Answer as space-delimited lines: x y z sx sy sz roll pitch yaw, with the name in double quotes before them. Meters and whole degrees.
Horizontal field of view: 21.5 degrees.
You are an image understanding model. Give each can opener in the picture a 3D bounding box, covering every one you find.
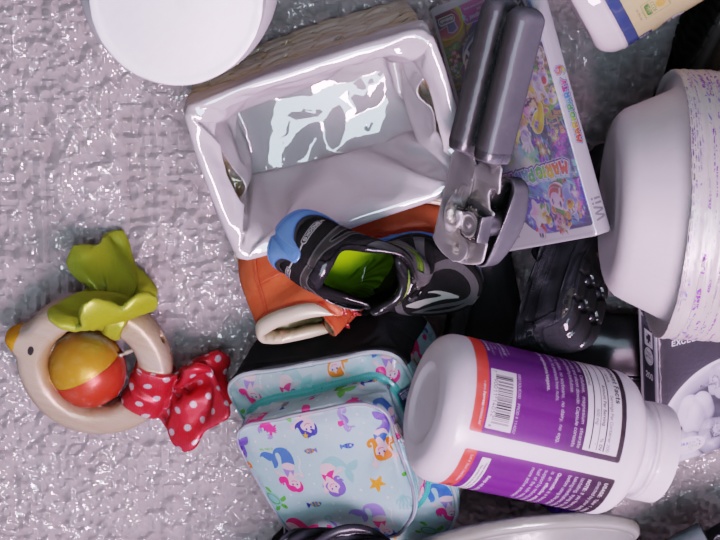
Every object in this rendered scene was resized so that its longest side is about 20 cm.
"can opener" 0.102 -0.100 1.410 0.066 0.053 0.202 -3 112 -45

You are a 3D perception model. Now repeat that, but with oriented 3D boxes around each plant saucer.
"plant saucer" 0.135 0.245 1.568 0.198 0.200 0.051 -6 71 -1

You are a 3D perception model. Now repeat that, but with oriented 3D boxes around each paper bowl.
"paper bowl" 0.236 -0.049 1.413 0.103 0.201 0.203 2 111 -2

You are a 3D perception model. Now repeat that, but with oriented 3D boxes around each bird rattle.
"bird rattle" -0.201 0.073 1.572 0.162 0.113 0.201 -20 125 17

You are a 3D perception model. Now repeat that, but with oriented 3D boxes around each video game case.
"video game case" 0.120 -0.118 1.449 0.018 0.143 0.202 -18 93 -27

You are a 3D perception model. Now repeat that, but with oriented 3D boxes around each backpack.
"backpack" 0.001 0.143 1.562 0.176 0.151 0.201 -11 123 25

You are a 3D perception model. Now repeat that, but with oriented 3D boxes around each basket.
"basket" -0.025 -0.114 1.475 0.198 0.124 0.137 -17 112 4

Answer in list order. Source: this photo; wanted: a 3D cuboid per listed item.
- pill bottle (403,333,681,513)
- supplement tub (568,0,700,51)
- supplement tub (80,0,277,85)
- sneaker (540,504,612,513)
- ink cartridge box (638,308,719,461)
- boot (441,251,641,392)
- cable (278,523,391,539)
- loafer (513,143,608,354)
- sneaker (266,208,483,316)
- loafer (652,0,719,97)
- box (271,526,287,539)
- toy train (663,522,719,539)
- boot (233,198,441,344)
"pill bottle" 0.139 0.121 1.450 0.198 0.113 0.113 13 110 -16
"supplement tub" 0.231 -0.271 1.410 0.199 0.145 0.145 -30 110 9
"supplement tub" -0.131 -0.221 1.384 0.143 0.200 0.146 -1 112 -3
"sneaker" 0.156 0.164 1.615 0.099 0.070 0.201 -3 140 21
"ink cartridge box" 0.320 0.043 1.569 0.196 0.043 0.202 -14 112 -20
"boot" 0.174 0.040 1.575 0.198 0.066 0.166 11 121 -3
"cable" 0.024 0.256 1.535 0.198 0.163 0.051 22 71 -2
"loafer" 0.168 -0.020 1.505 0.070 0.202 0.068 -9 136 37
"sneaker" 0.018 0.008 1.433 0.198 0.083 0.071 13 113 -43
"loafer" 0.282 -0.156 1.512 0.071 0.073 0.201 15 119 -13
"box" -0.008 0.336 1.630 0.199 0.164 0.086 33 107 -16
"toy train" 0.259 0.279 1.646 0.199 0.086 0.114 -27 155 6
"boot" 0.000 0.000 1.522 0.198 0.108 0.075 -14 150 6
